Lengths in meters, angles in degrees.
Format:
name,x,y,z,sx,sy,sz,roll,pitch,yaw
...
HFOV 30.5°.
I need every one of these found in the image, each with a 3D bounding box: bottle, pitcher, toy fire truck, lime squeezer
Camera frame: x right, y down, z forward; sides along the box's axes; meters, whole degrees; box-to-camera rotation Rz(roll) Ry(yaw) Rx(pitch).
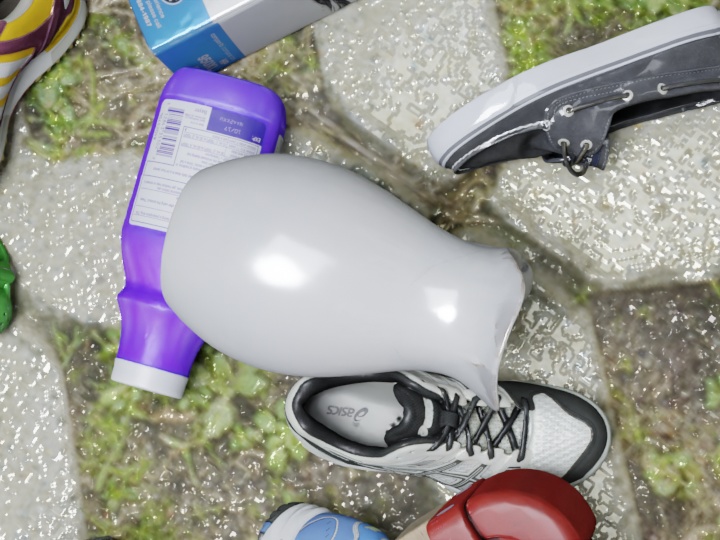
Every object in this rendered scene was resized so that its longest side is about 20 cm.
name,x,y,z,sx,sy,sz,roll,pitch,yaw
bottle,-0.107,-0.022,0.831,0.083,0.065,0.202,13,84,7
pitcher,0.000,0.000,0.763,0.198,0.172,0.123,14,105,10
toy fire truck,0.127,0.181,0.702,0.199,0.129,0.177,-35,83,17
lime squeezer,-0.258,0.004,0.871,0.070,0.038,0.203,-6,79,40

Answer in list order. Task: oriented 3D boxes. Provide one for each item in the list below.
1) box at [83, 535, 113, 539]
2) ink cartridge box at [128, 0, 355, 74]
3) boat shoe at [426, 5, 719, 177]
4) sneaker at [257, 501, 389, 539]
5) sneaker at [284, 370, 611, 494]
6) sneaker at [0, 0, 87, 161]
name,x,y,z,sx,sy,sz,roll,pitch,yaw
box,-0.170,0.236,0.731,0.115,0.200,0.132,40,89,10
ink cartridge box,-0.062,-0.233,0.848,0.198,0.084,0.146,-25,79,5
boat shoe,0.141,-0.094,0.809,0.198,0.070,0.067,-22,77,-3
sneaker,-0.025,0.239,0.764,0.076,0.075,0.203,-2,82,33
sneaker,0.049,0.096,0.779,0.198,0.088,0.077,3,80,7
sneaker,-0.255,-0.127,0.845,0.074,0.090,0.201,23,76,17
